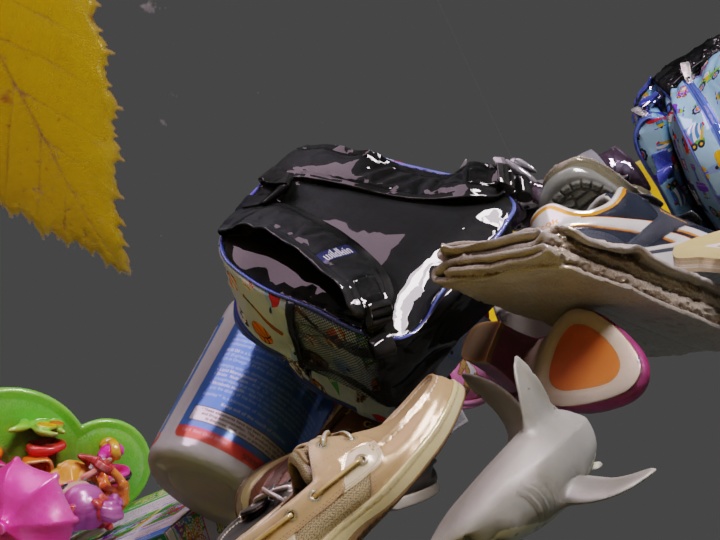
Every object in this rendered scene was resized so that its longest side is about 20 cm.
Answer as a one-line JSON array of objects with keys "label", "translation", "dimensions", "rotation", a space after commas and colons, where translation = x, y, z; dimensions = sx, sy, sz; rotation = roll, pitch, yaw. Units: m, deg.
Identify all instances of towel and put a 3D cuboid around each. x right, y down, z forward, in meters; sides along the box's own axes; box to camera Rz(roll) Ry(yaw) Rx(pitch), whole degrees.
[{"label": "towel", "translation": [0.155, 0.015, 1.143], "dimensions": [0.199, 0.035, 0.132], "rotation": [21, -17, -32]}]

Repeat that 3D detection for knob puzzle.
[{"label": "knob puzzle", "translation": [0.296, -0.010, 1.166], "dimensions": [0.217, 0.031, 0.220], "rotation": [-8, 7, 1]}]

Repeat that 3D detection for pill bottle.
[{"label": "pill bottle", "translation": [-0.072, 0.088, 1.352], "dimensions": [0.112, 0.112, 0.201], "rotation": [-21, 36, 54]}]

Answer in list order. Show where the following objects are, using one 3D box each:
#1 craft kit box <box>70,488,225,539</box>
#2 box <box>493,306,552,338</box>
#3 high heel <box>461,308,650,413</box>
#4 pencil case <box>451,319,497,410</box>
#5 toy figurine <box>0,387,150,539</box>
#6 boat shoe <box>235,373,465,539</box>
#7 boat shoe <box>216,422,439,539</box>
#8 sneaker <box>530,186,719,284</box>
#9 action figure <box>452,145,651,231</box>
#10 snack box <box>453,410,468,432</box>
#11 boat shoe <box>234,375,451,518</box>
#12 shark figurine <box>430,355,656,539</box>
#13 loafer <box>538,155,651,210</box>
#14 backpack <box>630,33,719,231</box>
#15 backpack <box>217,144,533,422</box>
[{"label": "craft kit box", "translation": [-0.183, 0.224, 1.441], "dimensions": [0.199, 0.049, 0.197], "rotation": [-24, 7, 26]}, {"label": "box", "translation": [0.146, 0.043, 1.383], "dimensions": [0.068, 0.083, 0.200], "rotation": [-25, 5, 4]}, {"label": "high heel", "translation": [0.149, 0.075, 1.150], "dimensions": [0.199, 0.095, 0.068], "rotation": [-5, 59, 62]}, {"label": "pencil case", "translation": [0.051, 0.080, 1.504], "dimensions": [0.086, 0.083, 0.200], "rotation": [-29, 4, -24]}, {"label": "toy figurine", "translation": [-0.249, 0.187, 1.422], "dimensions": [0.198, 0.152, 0.184], "rotation": [-2, 10, -18]}, {"label": "boat shoe", "translation": [-0.013, 0.126, 1.058], "dimensions": [0.200, 0.064, 0.071], "rotation": [-47, 0, -25]}, {"label": "boat shoe", "translation": [-0.027, 0.143, 1.141], "dimensions": [0.066, 0.058, 0.199], "rotation": [-9, 6, 45]}, {"label": "sneaker", "translation": [0.209, -0.017, 1.279], "dimensions": [0.198, 0.080, 0.079], "rotation": [2, -38, -37]}, {"label": "action figure", "translation": [0.129, -0.049, 1.407], "dimensions": [0.199, 0.070, 0.130], "rotation": [-18, -23, -29]}, {"label": "snack box", "translation": [0.020, 0.104, 1.452], "dimensions": [0.024, 0.072, 0.200], "rotation": [-33, 7, -24]}, {"label": "boat shoe", "translation": [0.002, 0.133, 1.273], "dimensions": [0.199, 0.072, 0.067], "rotation": [-36, 13, -29]}, {"label": "shark figurine", "translation": [0.101, 0.090, 1.036], "dimensions": [0.127, 0.090, 0.214], "rotation": [-24, 6, 15]}, {"label": "loafer", "translation": [0.194, -0.034, 1.367], "dimensions": [0.075, 0.070, 0.200], "rotation": [-30, -41, 19]}, {"label": "backpack", "translation": [0.296, -0.081, 1.369], "dimensions": [0.134, 0.184, 0.200], "rotation": [-28, 12, 13]}, {"label": "backpack", "translation": [0.000, 0.000, 1.257], "dimensions": [0.189, 0.155, 0.200], "rotation": [27, 48, 26]}]
